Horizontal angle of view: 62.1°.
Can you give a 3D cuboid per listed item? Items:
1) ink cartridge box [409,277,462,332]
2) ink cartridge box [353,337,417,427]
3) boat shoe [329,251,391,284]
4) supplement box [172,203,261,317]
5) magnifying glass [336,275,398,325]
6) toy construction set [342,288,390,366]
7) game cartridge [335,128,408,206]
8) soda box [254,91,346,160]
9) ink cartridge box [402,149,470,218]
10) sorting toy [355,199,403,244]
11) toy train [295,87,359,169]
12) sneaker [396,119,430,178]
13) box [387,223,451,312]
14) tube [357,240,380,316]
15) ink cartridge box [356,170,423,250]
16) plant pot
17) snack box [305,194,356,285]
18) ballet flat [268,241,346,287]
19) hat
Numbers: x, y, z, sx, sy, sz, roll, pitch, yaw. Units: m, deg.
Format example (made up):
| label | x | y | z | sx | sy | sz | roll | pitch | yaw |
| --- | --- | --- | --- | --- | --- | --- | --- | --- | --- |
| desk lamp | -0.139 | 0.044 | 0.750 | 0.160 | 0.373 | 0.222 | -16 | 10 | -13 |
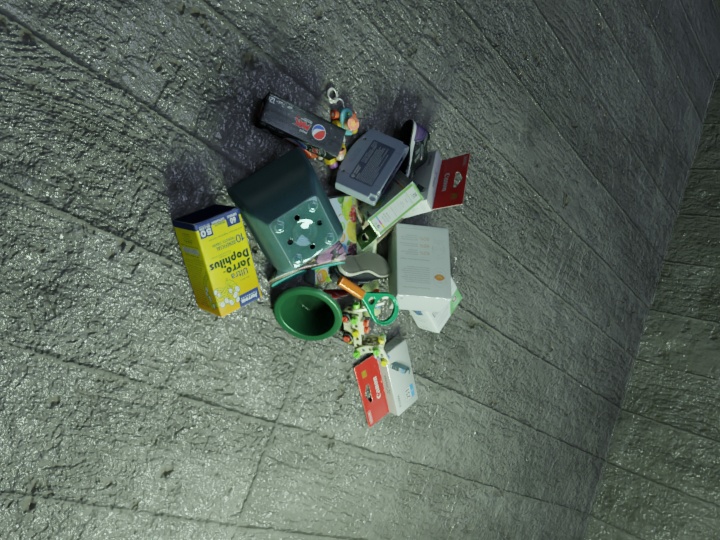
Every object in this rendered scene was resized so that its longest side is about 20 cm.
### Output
| label | x | y | z | sx | sy | sz | roll | pitch | yaw |
| --- | --- | --- | --- | --- | --- | --- | --- | --- | --- |
| ink cartridge box | 0.197 | 0.055 | 1.745 | 0.146 | 0.086 | 0.202 | -50 | 128 | -24 |
| ink cartridge box | 0.077 | 0.322 | 1.701 | 0.174 | 0.044 | 0.205 | -30 | 116 | -36 |
| boat shoe | 0.000 | 0.000 | 1.523 | 0.197 | 0.063 | 0.074 | -1 | 57 | -48 |
| supplement box | -0.300 | -0.023 | 1.262 | 0.108 | 0.108 | 0.205 | -27 | 115 | -35 |
| magnifying glass | 0.019 | 0.070 | 1.484 | 0.198 | 0.022 | 0.081 | 34 | 83 | -33 |
| toy construction set | 0.018 | 0.147 | 1.564 | 0.092 | 0.128 | 0.206 | -39 | 133 | -64 |
| game cartridge | 0.023 | -0.263 | 1.502 | 0.202 | 0.131 | 0.042 | -58 | 161 | -26 |
| soda box | -0.135 | -0.322 | 1.352 | 0.196 | 0.063 | 0.073 | 22 | 83 | -22 |
| ink cartridge box | 0.194 | -0.240 | 1.587 | 0.045 | 0.172 | 0.203 | 52 | 39 | -38 |
| sorting toy | 0.045 | -0.202 | 1.592 | 0.185 | 0.036 | 0.203 | -42 | 118 | -29 |
| toy train | -0.073 | -0.336 | 1.451 | 0.150 | 0.055 | 0.203 | 43 | 69 | -38 |
| sneaker | 0.142 | -0.289 | 1.587 | 0.086 | 0.075 | 0.206 | 18 | 82 | -32 |
| box | 0.154 | -0.006 | 1.598 | 0.148 | 0.107 | 0.206 | 5 | 68 | -9 |
| tube | 0.019 | 0.020 | 1.600 | 0.057 | 0.051 | 0.206 | -23 | 112 | -39 |
| ink cartridge box | 0.054 | -0.151 | 1.493 | 0.199 | 0.104 | 0.059 | -40 | 116 | 4 |
| plant pot | -0.143 | -0.114 | 1.290 | 0.193 | 0.200 | 0.199 | -32 | 121 | -7 |
| snack box | -0.076 | -0.080 | 1.494 | 0.140 | 0.052 | 0.206 | -14 | 108 | -38 |
| ballet flat | -0.130 | -0.024 | 1.416 | 0.195 | 0.069 | 0.073 | -19 | 85 | 1 |
| hat | -0.113 | 0.058 | 1.493 | 0.201 | 0.163 | 0.178 | 49 | 29 | -31 |
